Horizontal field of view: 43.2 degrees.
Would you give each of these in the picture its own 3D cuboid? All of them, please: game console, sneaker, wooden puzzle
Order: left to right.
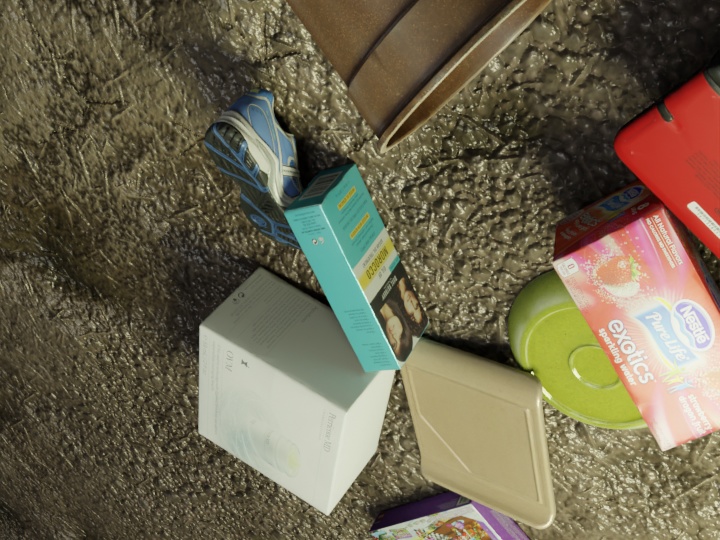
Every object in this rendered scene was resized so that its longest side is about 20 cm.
[{"bbox_3d":[-0.085,-0.095,0.923,0.075,0.078,0.201,16,150,25],"label":"sneaker"},{"bbox_3d":[0.131,0.175,1.013,0.183,0.037,0.202,16,129,38],"label":"wooden puzzle"},{"bbox_3d":[0.318,-0.093,0.656,0.200,0.119,0.172,43,148,-4],"label":"game console"}]

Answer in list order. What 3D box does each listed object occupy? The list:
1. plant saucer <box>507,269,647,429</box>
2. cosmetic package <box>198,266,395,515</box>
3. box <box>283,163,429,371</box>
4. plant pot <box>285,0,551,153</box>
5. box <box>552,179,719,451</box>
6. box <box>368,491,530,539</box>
[{"bbox_3d":[0.234,0.087,0.892,0.198,0.031,0.202,18,133,21],"label":"plant saucer"},{"bbox_3d":[-0.078,0.142,1.060,0.198,0.123,0.201,27,136,17],"label":"cosmetic package"},{"bbox_3d":[0.000,0.000,0.935,0.049,0.082,0.202,-8,120,36],"label":"box"},{"bbox_3d":[0.024,-0.228,0.668,0.199,0.200,0.200,48,136,-1],"label":"plant pot"},{"bbox_3d":[0.251,0.034,0.767,0.099,0.096,0.201,-27,104,23],"label":"box"},{"bbox_3d":[0.121,0.354,1.174,0.137,0.039,0.199,50,135,-11],"label":"box"}]
